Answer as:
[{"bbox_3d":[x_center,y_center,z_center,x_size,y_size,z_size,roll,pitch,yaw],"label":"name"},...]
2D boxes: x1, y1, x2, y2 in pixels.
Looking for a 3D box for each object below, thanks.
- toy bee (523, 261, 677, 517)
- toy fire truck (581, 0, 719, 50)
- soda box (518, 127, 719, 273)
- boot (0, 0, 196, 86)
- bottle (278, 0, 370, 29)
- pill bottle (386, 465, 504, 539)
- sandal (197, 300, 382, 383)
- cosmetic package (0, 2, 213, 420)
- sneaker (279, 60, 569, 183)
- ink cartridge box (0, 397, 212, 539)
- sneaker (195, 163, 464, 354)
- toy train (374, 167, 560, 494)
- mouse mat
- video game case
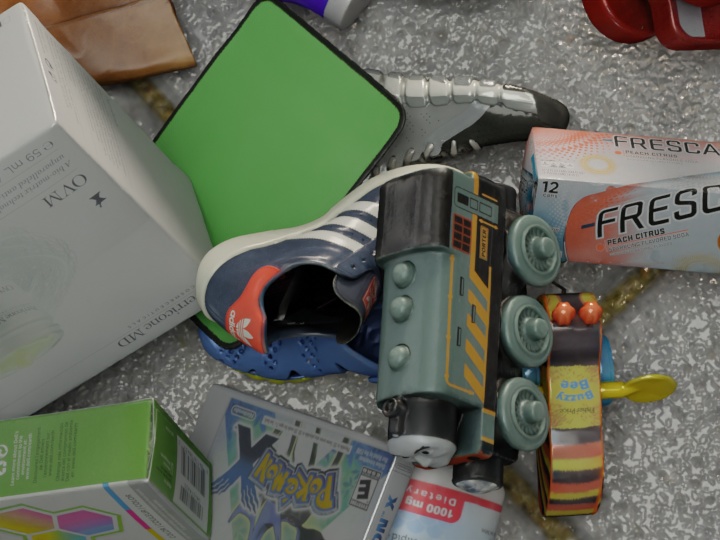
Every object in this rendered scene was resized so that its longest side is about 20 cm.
[{"bbox_3d":[0.125,0.058,1.522,0.131,0.109,0.200,-24,85,-7],"label":"toy bee"},{"bbox_3d":[0.235,-0.236,1.561,0.168,0.112,0.200,-3,80,-29],"label":"toy fire truck"},{"bbox_3d":[0.204,-0.043,1.528,0.200,0.068,0.064,4,123,-3],"label":"soda box"},{"bbox_3d":[-0.209,-0.116,1.626,0.200,0.068,0.189,-16,72,-4],"label":"boot"},{"bbox_3d":[-0.079,-0.238,1.616,0.200,0.065,0.084,35,80,10],"label":"bottle"},{"bbox_3d":[0.018,0.218,1.512,0.109,0.109,0.200,13,83,8],"label":"pill bottle"},{"bbox_3d":[-0.010,0.038,1.556,0.200,0.087,0.080,3,83,8],"label":"sandal"},{"bbox_3d":[-0.227,-0.023,1.502,0.199,0.200,0.123,-32,48,11],"label":"cosmetic package"},{"bbox_3d":[0.037,-0.071,1.581,0.200,0.075,0.116,7,87,17],"label":"sneaker"},{"bbox_3d":[-0.205,0.141,1.528,0.200,0.104,0.059,-9,60,16],"label":"ink cartridge box"},{"bbox_3d":[0.000,0.000,1.500,0.200,0.075,0.085,-25,42,-19],"label":"sneaker"},{"bbox_3d":[0.058,0.032,1.450,0.085,0.114,0.200,-14,63,44],"label":"toy train"},{"bbox_3d":[-0.074,-0.067,1.572,0.161,0.008,0.200,43,99,33],"label":"mouse mat"},{"bbox_3d":[-0.065,0.177,1.510,0.200,0.022,0.183,15,81,49],"label":"video game case"}]
